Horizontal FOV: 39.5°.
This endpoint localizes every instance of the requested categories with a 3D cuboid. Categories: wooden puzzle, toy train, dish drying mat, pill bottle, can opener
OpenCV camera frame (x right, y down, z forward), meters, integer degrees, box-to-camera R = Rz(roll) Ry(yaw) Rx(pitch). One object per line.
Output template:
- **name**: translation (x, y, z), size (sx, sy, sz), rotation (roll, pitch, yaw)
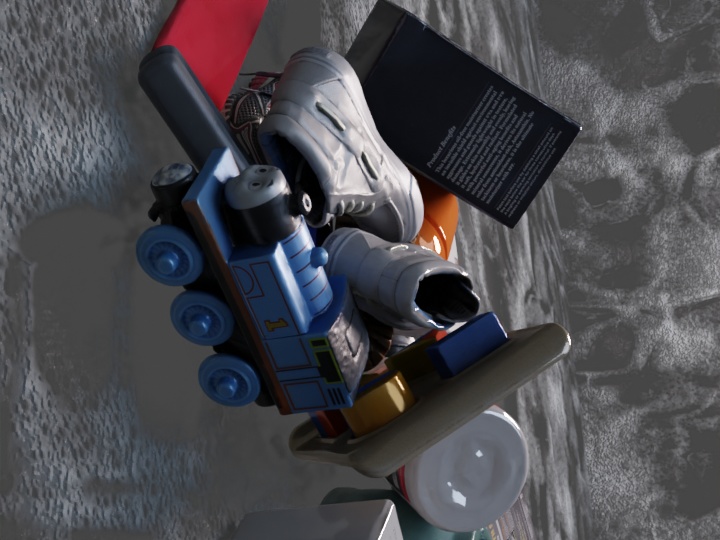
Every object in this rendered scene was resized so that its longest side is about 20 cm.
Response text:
- **wooden puzzle**: translation (0.039, 0.085, 0.770), size (0.046, 0.185, 0.200), rotation (62, -19, -5)
- **toy train**: translation (-0.069, 0.011, 0.683), size (0.087, 0.114, 0.201), rotation (-74, 150, -54)
- **dish drying mat**: translation (-0.116, -0.194, 0.794), size (0.077, 0.018, 0.201), rotation (58, 29, -35)
- **pill bottle**: translation (0.056, 0.143, 0.897), size (0.200, 0.110, 0.111), rotation (-152, -135, -66)
- **can opener**: translation (-0.101, -0.062, 0.713), size (0.201, 0.066, 0.053), rotation (62, 0, -27)

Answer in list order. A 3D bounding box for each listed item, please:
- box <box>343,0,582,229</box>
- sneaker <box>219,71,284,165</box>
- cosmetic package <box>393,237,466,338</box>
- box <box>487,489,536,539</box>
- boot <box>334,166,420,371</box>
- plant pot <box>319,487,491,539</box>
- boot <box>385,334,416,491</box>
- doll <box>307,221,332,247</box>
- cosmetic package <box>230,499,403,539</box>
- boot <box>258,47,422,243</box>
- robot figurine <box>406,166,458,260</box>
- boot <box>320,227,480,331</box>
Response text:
- **box**: translation (0.081, -0.161, 0.993), size (0.198, 0.124, 0.200), rotation (31, 13, -14)
- **sneaker**: translation (-0.066, -0.125, 0.826), size (0.200, 0.074, 0.081), rotation (-68, 145, -57)
- **cosmetic package**: translation (0.075, -0.017, 1.212), size (0.102, 0.074, 0.201), rotation (19, 65, -71)
- **box**: translation (0.139, 0.280, 1.062), size (0.158, 0.048, 0.201), rotation (-19, 93, -66)
- **boot**: translation (0.000, 0.000, 0.914), size (0.107, 0.075, 0.201), rotation (125, -20, -71)
- **plant pot**: translation (0.050, 0.288, 0.883), size (0.200, 0.133, 0.202), rotation (-9, 90, -73)
- **boot**: translation (0.045, 0.184, 1.046), size (0.165, 0.065, 0.201), rotation (47, 42, -57)
- **doll**: translation (-0.047, -0.039, 0.872), size (0.201, 0.048, 0.137), rotation (-83, 174, -47)
- **cosmetic package**: translation (-0.030, 0.291, 0.649), size (0.200, 0.122, 0.201), rotation (-53, 131, -64)
- **boot**: translation (-0.018, -0.066, 0.776), size (0.200, 0.073, 0.096), rotation (57, 47, -40)
- **robot figurine**: translation (0.041, -0.037, 1.042), size (0.200, 0.116, 0.145), rotation (-67, 169, -56)
- **boot**: translation (0.052, 0.022, 0.784), size (0.200, 0.095, 0.074), rotation (15, 97, -58)
